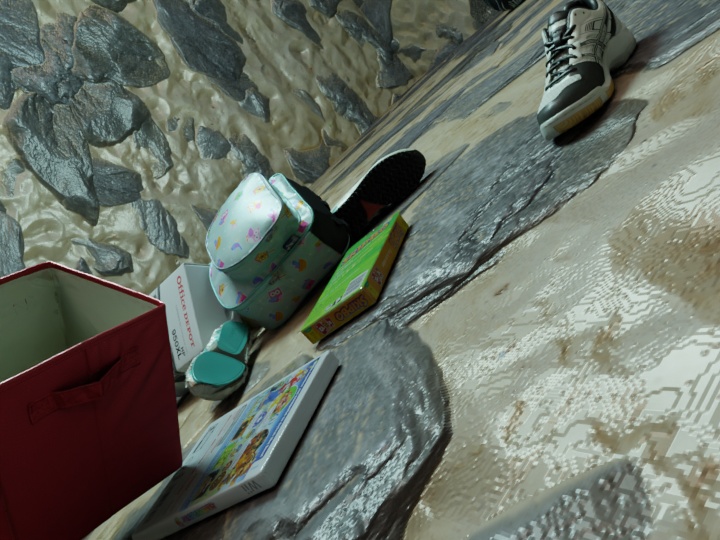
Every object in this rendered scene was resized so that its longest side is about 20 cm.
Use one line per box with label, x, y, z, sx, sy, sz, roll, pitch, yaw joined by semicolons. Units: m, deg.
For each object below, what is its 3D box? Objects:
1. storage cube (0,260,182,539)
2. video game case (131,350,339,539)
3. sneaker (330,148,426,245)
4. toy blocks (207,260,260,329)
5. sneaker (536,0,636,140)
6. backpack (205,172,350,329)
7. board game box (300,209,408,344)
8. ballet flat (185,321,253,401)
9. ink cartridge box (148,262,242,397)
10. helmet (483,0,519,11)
storage cube;-0.283;0.119;0.553;0.198;0.182;0.171;16;27;29
video game case;-0.111;0.159;0.556;0.199;0.018;0.144;-36;14;35
sneaker;0.016;-0.122;0.985;0.200;0.070;0.094;-44;17;12
toy blocks;-0.222;0.034;1.066;0.100;0.137;0.200;-48;12;-25
sneaker;0.206;-0.207;0.620;0.075;0.088;0.201;-27;22;48
backpack;-0.135;-0.026;0.902;0.201;0.152;0.176;-56;41;12
board game box;0.000;0.000;0.723;0.095;0.030;0.201;-36;17;30
ballet flat;-0.179;0.130;0.809;0.072;0.072;0.200;-40;10;12
ink cartridge box;-0.279;0.098;0.981;0.199;0.146;0.084;-35;-25;35
helmet;0.507;-1.018;2.202;0.199;0.190;0.202;-22;57;39
